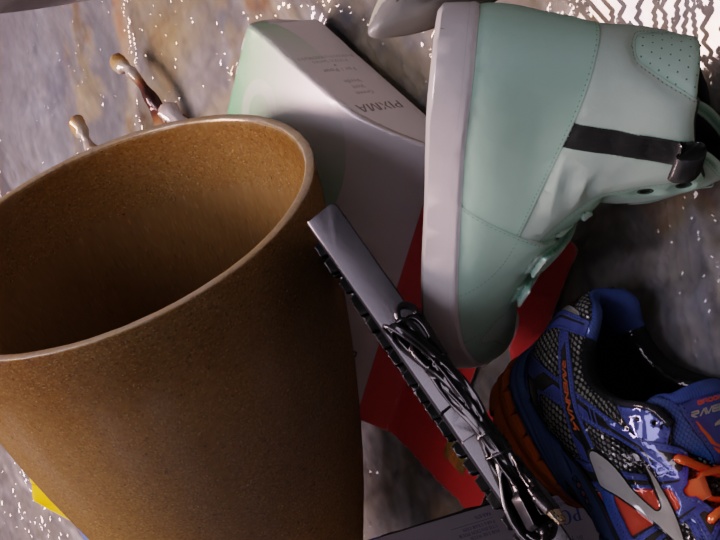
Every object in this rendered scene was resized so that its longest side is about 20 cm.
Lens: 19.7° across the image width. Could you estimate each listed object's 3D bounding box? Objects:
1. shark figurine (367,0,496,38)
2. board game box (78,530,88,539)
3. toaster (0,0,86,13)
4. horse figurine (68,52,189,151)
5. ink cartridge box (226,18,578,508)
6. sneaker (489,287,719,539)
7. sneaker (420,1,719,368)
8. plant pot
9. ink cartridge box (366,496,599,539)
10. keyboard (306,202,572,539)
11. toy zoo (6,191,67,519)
[{"bbox_3d":[0.107,-0.157,0.785,0.090,0.128,0.214,48,120,-1],"label":"shark figurine"},{"bbox_3d":[-0.105,0.115,1.137,0.200,0.039,0.158,22,131,44],"label":"board game box"},{"bbox_3d":[-0.174,-0.218,1.028,0.119,0.180,0.201,-16,86,56],"label":"toaster"},{"bbox_3d":[-0.117,-0.019,1.110,0.133,0.050,0.200,42,130,39],"label":"horse figurine"},{"bbox_3d":[0.000,0.000,0.968,0.200,0.050,0.161,46,133,37],"label":"ink cartridge box"},{"bbox_3d":[0.126,0.083,0.809,0.200,0.075,0.079,47,130,32],"label":"sneaker"},{"bbox_3d":[0.086,-0.021,0.821,0.201,0.118,0.074,88,-171,-54],"label":"sneaker"},{"bbox_3d":[-0.075,0.063,0.935,0.186,0.186,0.200,15,135,49],"label":"plant pot"},{"bbox_3d":[0.005,0.146,0.874,0.094,0.200,0.044,-48,61,47],"label":"ink cartridge box"},{"bbox_3d":[0.039,0.060,0.809,0.200,0.021,0.127,54,176,11],"label":"keyboard"},{"bbox_3d":[-0.131,0.058,1.075,0.131,0.020,0.201,4,100,47],"label":"toy zoo"}]
